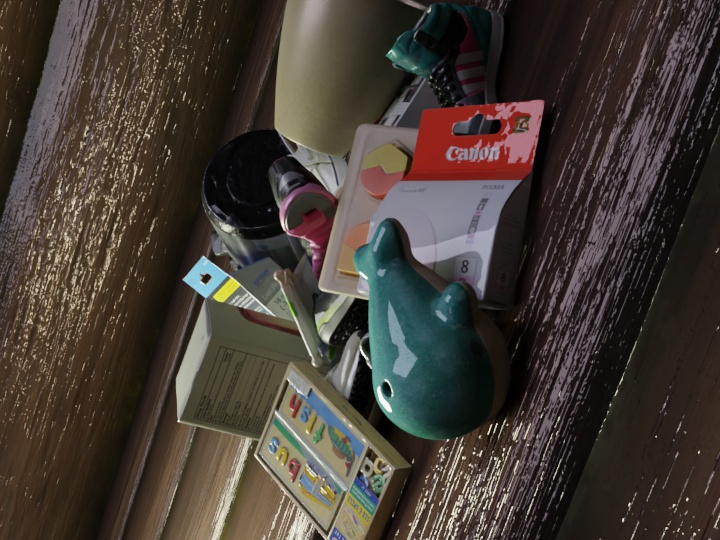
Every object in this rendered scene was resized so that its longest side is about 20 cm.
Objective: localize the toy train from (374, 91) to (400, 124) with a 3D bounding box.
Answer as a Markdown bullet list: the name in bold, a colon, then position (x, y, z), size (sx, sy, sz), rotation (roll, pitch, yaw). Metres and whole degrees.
- **toy train**: position (-0.012, -0.234, 1.598), size (0.200, 0.115, 0.085), rotation (174, 89, -73)

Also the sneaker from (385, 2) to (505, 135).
- **sneaker**: position (0.085, -0.204, 1.264), size (0.084, 0.120, 0.201), rotation (135, 146, -61)

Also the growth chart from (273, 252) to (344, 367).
- **growth chart**: position (-0.050, 0.040, 1.451), size (0.200, 0.018, 0.145), rotation (-57, -53, -71)

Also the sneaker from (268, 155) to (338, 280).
- **sneaker**: position (-0.052, -0.062, 1.355), size (0.095, 0.079, 0.200), rotation (55, 176, 32)

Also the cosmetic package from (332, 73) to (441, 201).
- **cosmetic package**: position (0.042, -0.148, 1.382), size (0.200, 0.051, 0.083), rotation (-57, 13, -6)

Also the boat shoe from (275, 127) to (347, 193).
- **boat shoe**: position (-0.069, -0.132, 1.535), size (0.075, 0.086, 0.202), rotation (90, 161, -52)

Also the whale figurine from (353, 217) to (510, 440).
- **whale figurine**: position (0.044, 0.056, 1.052), size (0.200, 0.104, 0.159), rotation (61, 145, 12)

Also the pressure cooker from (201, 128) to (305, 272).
- **pressure cooker**: position (-0.122, -0.080, 1.678), size (0.179, 0.176, 0.200), rotation (-58, -24, -18)

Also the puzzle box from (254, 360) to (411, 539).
- **puzzle box**: position (-0.036, 0.206, 1.288), size (0.200, 0.025, 0.133), rotation (40, 118, 40)

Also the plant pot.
- **plant pot**: position (-0.023, -0.245, 1.420), size (0.187, 0.187, 0.201), rotation (-116, 46, -67)

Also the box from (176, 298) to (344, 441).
- **box**: position (-0.117, 0.133, 1.484), size (0.109, 0.199, 0.128), rotation (-112, 41, -64)

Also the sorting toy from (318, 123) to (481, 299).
- **sorting toy**: position (0.050, -0.057, 1.215), size (0.200, 0.036, 0.186), rotation (9, 82, 35)

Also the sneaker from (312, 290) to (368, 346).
- **sneaker**: position (0.000, 0.000, 1.318), size (0.200, 0.072, 0.083), rotation (-49, 51, 31)

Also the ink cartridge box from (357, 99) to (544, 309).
- **ink cartridge box**: position (0.084, -0.067, 1.133), size (0.162, 0.057, 0.201), rotation (3, 84, 46)

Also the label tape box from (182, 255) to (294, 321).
- **label tape box**: position (-0.137, 0.041, 1.639), size (0.063, 0.200, 0.144), rotation (-51, 7, -23)

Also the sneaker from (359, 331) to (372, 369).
- **sneaker**: position (0.042, 0.065, 1.216), size (0.200, 0.088, 0.074), rotation (-101, 29, -62)

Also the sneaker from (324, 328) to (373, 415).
- **sneaker**: position (-0.041, 0.151, 1.350), size (0.070, 0.093, 0.200), rotation (-26, -47, -59)
